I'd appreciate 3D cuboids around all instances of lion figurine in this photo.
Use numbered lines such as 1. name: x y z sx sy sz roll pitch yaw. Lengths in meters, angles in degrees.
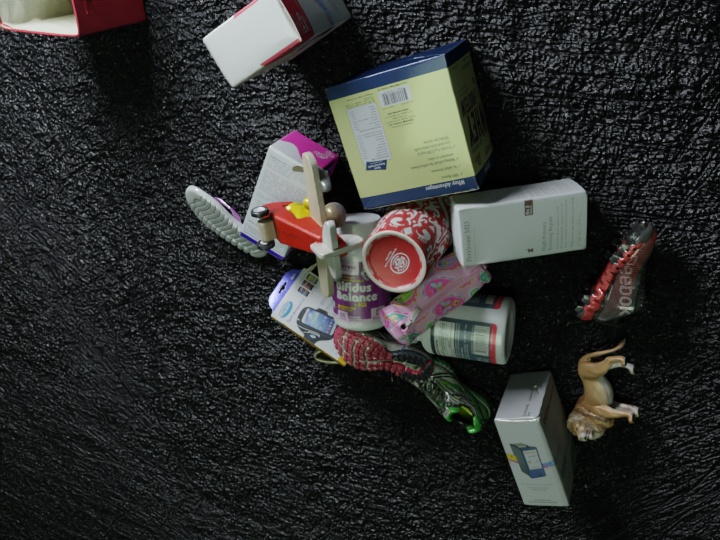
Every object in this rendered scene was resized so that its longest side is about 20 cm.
1. lion figurine: 0.424 0.212 1.140 0.122 0.072 0.201 1 104 39

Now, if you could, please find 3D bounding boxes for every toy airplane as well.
1. toy airplane: -0.067 -0.071 1.048 0.199 0.141 0.200 53 141 4

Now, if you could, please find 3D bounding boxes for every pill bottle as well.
1. pill bottle: 0.000 0.000 1.174 0.112 0.112 0.201 5 110 22
2. pill bottle: 0.170 0.096 1.151 0.199 0.120 0.120 7 120 22

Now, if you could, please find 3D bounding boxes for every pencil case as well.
1. pencil case: 0.124 0.043 1.074 0.200 0.087 0.088 -37 102 -9

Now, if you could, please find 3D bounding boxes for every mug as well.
1. mug: 0.090 -0.038 1.063 0.133 0.200 0.178 4 118 22

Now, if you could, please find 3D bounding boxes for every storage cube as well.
1. storage cube: -0.498 -0.505 1.086 0.199 0.180 0.172 11 121 18

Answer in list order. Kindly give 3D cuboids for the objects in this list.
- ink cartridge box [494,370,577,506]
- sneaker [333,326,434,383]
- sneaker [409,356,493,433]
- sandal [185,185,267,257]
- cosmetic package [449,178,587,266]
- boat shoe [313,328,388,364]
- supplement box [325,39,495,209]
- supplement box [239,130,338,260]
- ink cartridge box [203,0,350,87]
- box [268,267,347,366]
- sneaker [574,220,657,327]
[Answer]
1. ink cartridge box: 0.329 0.308 1.180 0.087 0.145 0.201 -9 114 30
2. sneaker: 0.043 0.152 1.219 0.199 0.075 0.081 21 120 -4
3. sneaker: 0.168 0.240 1.254 0.199 0.085 0.078 32 126 6
4. sandal: -0.266 -0.103 1.289 0.203 0.050 0.082 43 142 -18
5. cosmetic package: 0.247 -0.076 1.005 0.199 0.074 0.102 -10 115 0
6. boat shoe: 0.001 0.161 1.301 0.199 0.063 0.072 -1 115 24
7. supplement box: 0.084 -0.225 1.002 0.199 0.134 0.201 -7 114 28
8. supplement box: -0.132 -0.137 1.171 0.103 0.101 0.201 30 126 6
9. ink cartridge box: -0.121 -0.371 0.975 0.147 0.200 0.086 -22 107 33
10. box: -0.081 0.086 1.266 0.199 0.119 0.041 33 166 6
11. sneaker: 0.427 0.013 1.017 0.098 0.071 0.201 26 127 10
